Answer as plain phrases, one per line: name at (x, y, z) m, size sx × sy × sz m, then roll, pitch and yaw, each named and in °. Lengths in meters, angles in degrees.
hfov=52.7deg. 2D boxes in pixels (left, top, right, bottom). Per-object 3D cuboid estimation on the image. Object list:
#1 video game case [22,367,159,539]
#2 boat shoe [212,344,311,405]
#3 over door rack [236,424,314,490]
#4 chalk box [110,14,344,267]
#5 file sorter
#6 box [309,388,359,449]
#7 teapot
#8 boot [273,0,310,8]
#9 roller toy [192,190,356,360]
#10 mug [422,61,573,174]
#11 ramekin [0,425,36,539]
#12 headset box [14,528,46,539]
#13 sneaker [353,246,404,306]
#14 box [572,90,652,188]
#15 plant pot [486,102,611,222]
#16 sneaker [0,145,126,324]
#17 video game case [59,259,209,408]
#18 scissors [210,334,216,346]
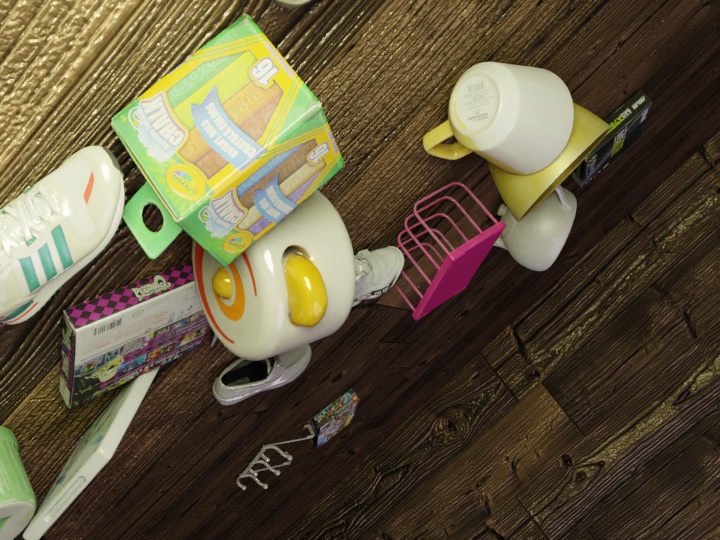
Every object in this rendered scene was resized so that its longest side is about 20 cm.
video game case at (-0.347, 0.228, 0.952) m, size 0.182 × 0.022 × 0.201 m, roll -46°, pitch -165°, yaw 20°
boat shoe at (-0.162, 0.169, 1.261) m, size 0.198 × 0.074 × 0.066 m, roll -29°, pitch 163°, yaw -32°
over door rack at (-0.211, 0.491, 1.885) m, size 0.198 × 0.067 × 0.148 m, roll -13°, pitch 148°, yaw -53°
chalk box at (-0.132, -0.099, 0.657) m, size 0.199 × 0.125 × 0.124 m, roll -40°, pitch 161°, yaw -5°
file sorter at (0.139, -0.038, 1.298) m, size 0.137 × 0.126 × 0.201 m, roll -29°, pitch 159°, yaw -31°
box at (-0.074, 0.413, 2.014) m, size 0.135 × 0.038 × 0.201 m, roll -32°, pitch 159°, yaw -22°
teapot at (0.365, -0.108, 1.565) m, size 0.198 × 0.143 × 0.204 m, roll -67°, pitch 180°, yaw -76°
boot at (-0.023, -0.298, 0.507) m, size 0.203 × 0.074 × 0.153 m, roll -43°, pitch 158°, yaw 10°
roller toy at (-0.104, 0.003, 0.824) m, size 0.137 × 0.202 × 0.184 m, roll -17°, pitch 153°, yaw -37°
mug at (0.188, -0.204, 1.017) m, size 0.151 × 0.150 × 0.189 m, roll 0°, pitch 131°, yaw -50°
ramekin at (-0.488, 0.287, 0.862) m, size 0.198 × 0.098 × 0.201 m, roll -35°, pitch 160°, yaw -14°
headset box at (-0.604, 0.493, 1.130) m, size 0.200 × 0.078 × 0.148 m, roll -46°, pitch 160°, yaw 10°
sneaker at (0.000, 0.000, 1.194) m, size 0.197 × 0.076 × 0.116 m, roll -28°, pitch 161°, yaw -24°
box at (0.576, -0.297, 1.681) m, size 0.192 × 0.048 × 0.200 m, roll -39°, pitch 162°, yaw 3°
plant pot at (0.272, -0.199, 1.149) m, size 0.200 × 0.142 × 0.200 m, roll -43°, pitch 171°, yaw -9°
sneaker at (-0.282, -0.025, 0.612) m, size 0.199 × 0.071 × 0.093 m, roll -43°, pitch 167°, yaw 15°
video game case at (-0.272, 0.075, 0.903) m, size 0.197 × 0.036 × 0.183 m, roll -26°, pitch 156°, yaw -37°
scissors at (-0.192, 0.060, 1.047) m, size 0.074 × 0.014 × 0.200 m, roll -63°, pitch -178°, yaw -23°
